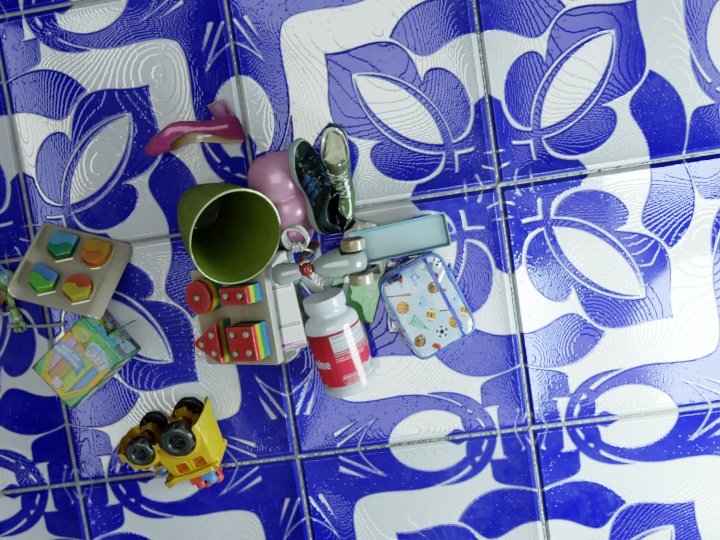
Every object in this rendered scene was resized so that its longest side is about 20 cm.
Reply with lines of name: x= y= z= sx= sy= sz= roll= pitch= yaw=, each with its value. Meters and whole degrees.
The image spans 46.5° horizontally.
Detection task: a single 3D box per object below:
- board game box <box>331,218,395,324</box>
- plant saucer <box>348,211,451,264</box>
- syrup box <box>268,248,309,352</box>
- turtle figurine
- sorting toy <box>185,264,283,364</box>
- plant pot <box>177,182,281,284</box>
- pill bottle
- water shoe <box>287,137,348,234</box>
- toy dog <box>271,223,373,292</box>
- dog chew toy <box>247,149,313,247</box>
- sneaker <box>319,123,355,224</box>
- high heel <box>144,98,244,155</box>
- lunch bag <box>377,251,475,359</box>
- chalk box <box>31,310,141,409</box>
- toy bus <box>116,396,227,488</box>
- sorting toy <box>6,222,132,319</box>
board game box: x=0.000 y=0.000 z=1.720 sx=0.104 sy=0.023 sz=0.202 roll=14 pitch=96 yaw=2
plant saucer: x=0.079 y=-0.063 z=1.688 sx=0.198 sy=0.019 sz=0.071 roll=-12 pitch=94 yaw=7
syrup box: x=-0.160 y=0.061 z=1.713 sx=0.081 sy=0.079 sz=0.202 roll=-12 pitch=95 yaw=6
turtle figurine: x=-0.773 y=0.106 z=1.745 sx=0.194 sy=0.144 sz=0.200 roll=-43 pitch=87 yaw=12
sorting toy: x=-0.267 y=0.097 z=1.686 sx=0.197 sy=0.069 sz=0.202 roll=-4 pitch=99 yaw=33
plant pot: x=-0.281 y=-0.097 z=1.642 sx=0.186 sy=0.200 sz=0.189 roll=-14 pitch=118 yaw=-28
pill bottle: x=-0.046 y=0.143 z=1.680 sx=0.111 sy=0.112 sz=0.202 roll=-16 pitch=104 yaw=7
water shoe: x=-0.074 y=-0.164 z=1.615 sx=0.078 sy=0.071 sz=0.201 roll=4 pitch=125 yaw=38
toy dog: x=-0.067 y=-0.016 z=1.647 sx=0.198 sy=0.096 sz=0.133 roll=12 pitch=99 yaw=2
dog chew toy: x=-0.150 y=-0.136 z=1.676 sx=0.123 sy=0.125 sz=0.202 roll=-14 pitch=103 yaw=7
sneaker: x=-0.050 y=-0.194 z=1.662 sx=0.066 sy=0.090 sz=0.202 roll=-5 pitch=89 yaw=5
high heel: x=-0.336 y=-0.261 z=1.703 sx=0.199 sy=0.067 sz=0.096 roll=-29 pitch=82 yaw=-5
lunch bag: x=0.133 y=0.064 z=1.683 sx=0.159 sy=0.076 sz=0.201 roll=-28 pitch=96 yaw=0
chalk box: x=-0.552 y=0.165 z=1.739 sx=0.200 sy=0.124 sz=0.124 roll=-44 pitch=91 yaw=7
toy bus: x=-0.378 y=0.386 z=1.754 sx=0.198 sy=0.136 sz=0.193 roll=-21 pitch=110 yaw=9
sorting toy: x=-0.595 y=-0.005 z=1.719 sx=0.198 sy=0.037 sz=0.186 roll=16 pitch=58 yaw=2
